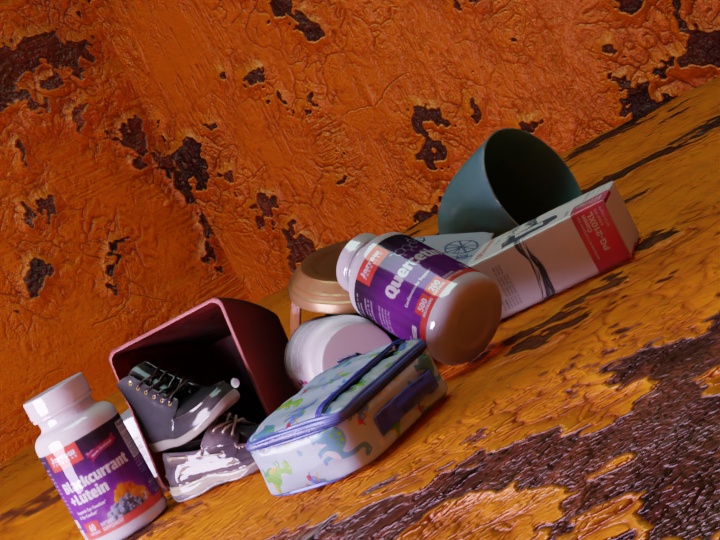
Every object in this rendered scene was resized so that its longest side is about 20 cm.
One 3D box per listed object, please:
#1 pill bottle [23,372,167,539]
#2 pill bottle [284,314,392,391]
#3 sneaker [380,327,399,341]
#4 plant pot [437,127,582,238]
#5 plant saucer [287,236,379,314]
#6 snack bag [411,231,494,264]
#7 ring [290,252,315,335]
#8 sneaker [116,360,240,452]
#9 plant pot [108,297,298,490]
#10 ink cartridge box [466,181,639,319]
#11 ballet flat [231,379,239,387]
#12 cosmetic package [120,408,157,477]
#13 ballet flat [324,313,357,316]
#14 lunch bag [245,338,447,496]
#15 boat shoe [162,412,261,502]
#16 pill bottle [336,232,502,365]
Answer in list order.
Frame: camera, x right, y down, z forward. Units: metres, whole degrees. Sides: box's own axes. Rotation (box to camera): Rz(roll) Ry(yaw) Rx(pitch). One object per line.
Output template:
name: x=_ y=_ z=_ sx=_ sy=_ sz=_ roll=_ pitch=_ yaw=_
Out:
pill bottle: x=-0.334 y=0.233 z=1.591 sx=0.111 sy=0.201 sz=0.111 roll=-29 pitch=4 yaw=2
pill bottle: x=-0.024 y=0.112 z=1.596 sx=0.113 sy=0.114 sz=0.200 roll=-30 pitch=4 yaw=-13
sneaker: x=0.083 y=0.081 z=1.652 sx=0.089 sy=0.067 sz=0.200 roll=-22 pitch=1 yaw=-27
plant pot: x=0.212 y=-0.085 z=1.918 sx=0.200 sy=0.201 sz=0.161 roll=-33 pitch=-5 yaw=-47
plant saucer: x=0.000 y=0.000 z=1.683 sx=0.199 sy=0.038 sz=0.200 roll=-8 pitch=22 yaw=3
snack bag: x=0.079 y=-0.008 z=1.756 sx=0.199 sy=0.022 sz=0.189 roll=-3 pitch=22 yaw=13
ring: x=-0.061 y=0.074 z=1.889 sx=0.019 sy=0.202 sz=0.200 roll=1 pitch=-9 yaw=-24
sneaker: x=-0.231 y=0.153 z=1.557 sx=0.075 sy=0.107 sz=0.200 roll=-39 pitch=6 yaw=-41
plant pot: x=-0.182 y=0.151 z=1.722 sx=0.199 sy=0.201 sz=0.176 roll=-26 pitch=-5 yaw=26
ink cartridge box: x=0.246 y=-0.025 z=1.638 sx=0.199 sy=0.085 sz=0.145 roll=-27 pitch=4 yaw=20
ballet flat: x=-0.197 y=0.201 z=1.943 sx=0.199 sy=0.071 sz=0.069 roll=-24 pitch=6 yaw=45
cosmetic package: x=-0.315 y=0.248 z=1.965 sx=0.074 sy=0.102 sz=0.200 roll=-26 pitch=4 yaw=14
ballet flat: x=0.022 y=0.016 z=1.805 sx=0.199 sy=0.075 sz=0.068 roll=-15 pitch=-38 yaw=-27
lunch bag: x=-0.010 y=0.148 z=1.333 sx=0.160 sy=0.083 sz=0.200 roll=-22 pitch=9 yaw=39
boat shoe: x=-0.162 y=0.214 z=1.552 sx=0.199 sy=0.074 sz=0.074 roll=-27 pitch=5 yaw=19
pill bottle: x=0.063 y=0.025 z=1.509 sx=0.112 sy=0.113 sz=0.200 roll=-31 pitch=40 yaw=-30
